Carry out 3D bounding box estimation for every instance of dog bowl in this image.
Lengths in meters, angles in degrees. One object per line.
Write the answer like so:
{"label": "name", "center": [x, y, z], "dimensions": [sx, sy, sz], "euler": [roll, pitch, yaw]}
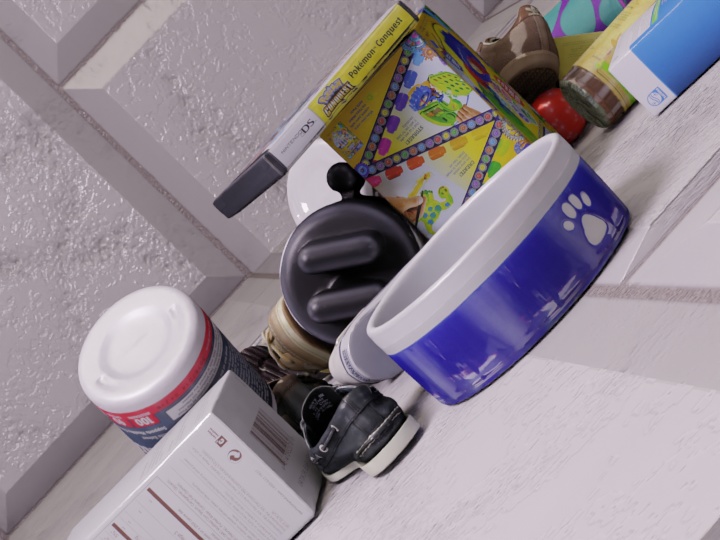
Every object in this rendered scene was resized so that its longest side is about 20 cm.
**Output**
{"label": "dog bowl", "center": [0.099, -0.001, 1.429], "dimensions": [0.200, 0.079, 0.200], "euler": [-46, 6, 6]}

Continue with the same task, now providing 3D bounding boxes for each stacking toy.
{"label": "stacking toy", "center": [0.139, -0.109, 1.894], "dimensions": [0.199, 0.086, 0.085], "euler": [-32, 14, 38]}

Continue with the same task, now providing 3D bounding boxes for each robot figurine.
{"label": "robot figurine", "center": [0.001, -0.002, 1.688], "dimensions": [0.151, 0.124, 0.200], "euler": [-63, -5, 8]}

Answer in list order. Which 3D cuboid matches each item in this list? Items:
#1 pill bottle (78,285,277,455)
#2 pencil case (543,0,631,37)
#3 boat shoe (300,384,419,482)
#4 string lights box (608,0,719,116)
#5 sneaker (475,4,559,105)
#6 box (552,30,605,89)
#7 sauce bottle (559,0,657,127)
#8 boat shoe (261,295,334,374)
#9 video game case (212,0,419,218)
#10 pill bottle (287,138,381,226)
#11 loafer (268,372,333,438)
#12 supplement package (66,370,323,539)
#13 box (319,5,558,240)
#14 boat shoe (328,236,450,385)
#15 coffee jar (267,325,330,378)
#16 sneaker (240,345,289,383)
{"label": "pill bottle", "center": [-0.140, 0.116, 1.687], "dimensions": [0.119, 0.200, 0.120], "euler": [-18, 46, 21]}
{"label": "pencil case", "center": [0.233, -0.254, 2.076], "dimensions": [0.200, 0.085, 0.093], "euler": [-39, 26, 48]}
{"label": "boat shoe", "center": [-0.013, 0.116, 1.501], "dimensions": [0.075, 0.066, 0.199], "euler": [-48, 6, -7]}
{"label": "string lights box", "center": [0.295, -0.225, 1.610], "dimensions": [0.200, 0.059, 0.103], "euler": [-44, 7, 25]}
{"label": "sneaker", "center": [0.132, -0.181, 1.914], "dimensions": [0.200, 0.070, 0.076], "euler": [-40, 50, 53]}
{"label": "box", "center": [0.192, -0.195, 1.964], "dimensions": [0.075, 0.051, 0.200], "euler": [-9, -2, -14]}
{"label": "sauce bottle", "center": [0.261, -0.218, 1.754], "dimensions": [0.200, 0.065, 0.065], "euler": [-49, 7, -6]}
{"label": "boat shoe", "center": [-0.053, 0.064, 1.782], "dimensions": [0.065, 0.073, 0.200], "euler": [-31, -9, 8]}
{"label": "video game case", "center": [-0.042, -0.133, 1.678], "dimensions": [0.181, 0.025, 0.200], "euler": [-50, 7, -17]}
{"label": "pill bottle", "center": [0.030, -0.088, 2.015], "dimensions": [0.199, 0.112, 0.111], "euler": [-12, -21, -45]}
{"label": "loafer", "center": [-0.061, 0.117, 1.825], "dimensions": [0.072, 0.063, 0.200], "euler": [-47, 6, -9]}
{"label": "supplement package", "center": [-0.137, 0.200, 1.567], "dimensions": [0.200, 0.117, 0.117], "euler": [-45, 8, 13]}
{"label": "box", "center": [0.079, -0.113, 1.734], "dimensions": [0.122, 0.193, 0.200], "euler": [-45, 7, 13]}
{"label": "boat shoe", "center": [0.052, 0.024, 1.554], "dimensions": [0.200, 0.071, 0.070], "euler": [-42, 6, -27]}
{"label": "coffee jar", "center": [-0.007, 0.026, 1.928], "dimensions": [0.200, 0.085, 0.104], "euler": [-41, 7, 43]}
{"label": "sneaker", "center": [-0.117, 0.149, 1.983], "dimensions": [0.200, 0.075, 0.116], "euler": [-22, -44, -66]}
